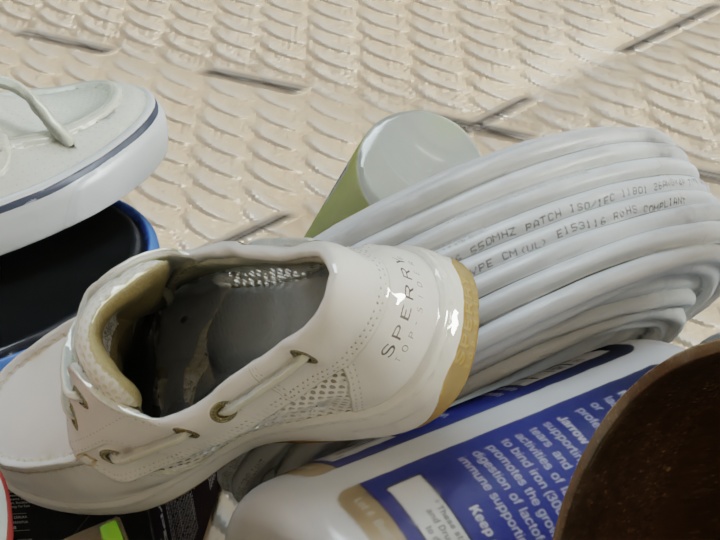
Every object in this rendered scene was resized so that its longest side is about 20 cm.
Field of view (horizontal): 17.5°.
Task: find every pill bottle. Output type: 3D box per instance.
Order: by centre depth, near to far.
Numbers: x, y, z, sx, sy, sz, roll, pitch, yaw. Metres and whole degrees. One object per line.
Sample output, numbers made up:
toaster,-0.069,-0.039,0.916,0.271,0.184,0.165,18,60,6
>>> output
pill bottle,0.067,0.088,0.729,0.199,0.117,0.116,-20,26,-25

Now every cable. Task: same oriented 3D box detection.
cable,0.036,0.016,0.806,0.200,0.070,0.199,-35,-15,37

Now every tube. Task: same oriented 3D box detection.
tube,0.000,0.000,0.938,0.058,0.200,0.052,24,65,-6

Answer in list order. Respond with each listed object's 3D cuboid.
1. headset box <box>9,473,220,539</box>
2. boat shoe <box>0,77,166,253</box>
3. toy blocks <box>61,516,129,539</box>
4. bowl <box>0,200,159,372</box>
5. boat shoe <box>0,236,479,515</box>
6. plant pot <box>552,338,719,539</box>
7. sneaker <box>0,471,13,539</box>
headset box,-0.130,0.061,0.908,0.148,0.078,0.200,-4,25,10
boat shoe,-0.163,-0.050,0.846,0.201,0.087,0.074,-22,27,-27
toy blocks,-0.113,0.152,0.691,0.136,0.100,0.200,-22,25,-6
bowl,-0.163,0.020,0.866,0.199,0.040,0.201,-8,24,3
boat shoe,-0.058,0.024,0.703,0.199,0.071,0.069,-19,-32,40
plant pot,0.182,0.102,0.619,0.199,0.188,0.187,-5,18,-34
sneaker,-0.172,0.088,0.646,0.078,0.116,0.201,-20,29,27
